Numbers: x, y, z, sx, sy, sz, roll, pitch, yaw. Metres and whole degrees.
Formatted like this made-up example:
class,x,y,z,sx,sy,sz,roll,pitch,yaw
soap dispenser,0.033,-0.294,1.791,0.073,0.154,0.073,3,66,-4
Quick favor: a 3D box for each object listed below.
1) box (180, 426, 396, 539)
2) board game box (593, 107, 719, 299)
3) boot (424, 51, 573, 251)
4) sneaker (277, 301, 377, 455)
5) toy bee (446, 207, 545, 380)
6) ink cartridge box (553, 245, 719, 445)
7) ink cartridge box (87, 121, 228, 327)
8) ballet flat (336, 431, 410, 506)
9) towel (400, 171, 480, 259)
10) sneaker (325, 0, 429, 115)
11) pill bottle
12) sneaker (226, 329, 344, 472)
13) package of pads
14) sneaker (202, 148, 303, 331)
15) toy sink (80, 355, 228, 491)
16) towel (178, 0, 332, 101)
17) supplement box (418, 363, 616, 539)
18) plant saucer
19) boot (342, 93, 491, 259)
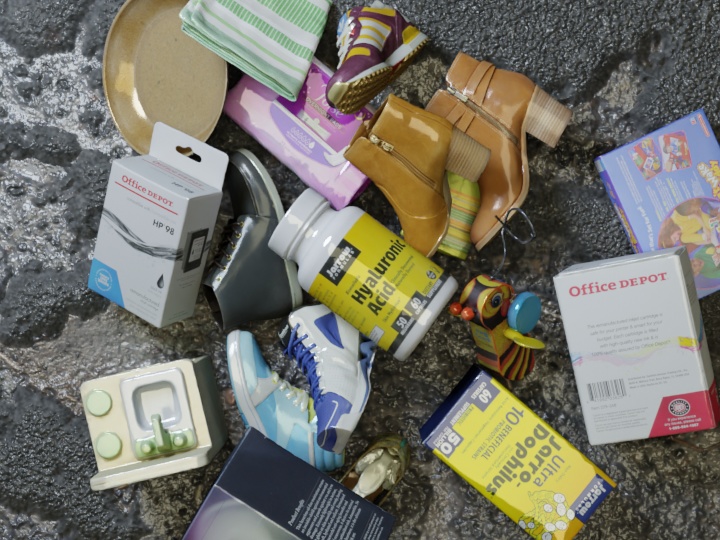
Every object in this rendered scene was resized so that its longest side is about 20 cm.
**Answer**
class,x,y,z,sx,sy,sz,roll,pitch,yaw
box,-0.100,0.321,1.368,0.197,0.123,0.201,32,121,2
board game box,0.377,-0.069,1.437,0.134,0.045,0.201,-24,90,1
boot,0.134,-0.139,1.419,0.154,0.074,0.201,29,91,4
sneaker,-0.044,0.106,1.386,0.114,0.081,0.201,18,49,-5
toy bee,0.142,0.045,1.383,0.108,0.130,0.202,-28,105,-33
ink cartridge box,0.317,0.084,1.392,0.146,0.086,0.202,-10,93,23
ink cartridge box,-0.230,-0.053,1.381,0.115,0.067,0.202,26,113,24
ballet flat,-0.013,0.274,1.432,0.071,0.071,0.200,39,91,0
towel,0.120,-0.119,1.454,0.085,0.018,0.202,21,90,-5
sneaker,-0.003,-0.245,1.381,0.090,0.200,0.075,42,127,4
pill bottle,0.000,0.000,1.356,0.199,0.111,0.112,36,91,4
sneaker,-0.075,0.150,1.427,0.129,0.080,0.202,-17,100,2
package of pads,-0.057,-0.174,1.424,0.200,0.076,0.121,40,92,0
sneaker,-0.142,-0.035,1.410,0.105,0.075,0.202,-18,91,-24
toy sink,-0.231,0.162,1.366,0.129,0.200,0.113,-13,91,1
towel,-0.112,-0.287,1.370,0.152,0.201,0.023,32,130,-13
supplement box,0.177,0.214,1.408,0.200,0.110,0.109,40,91,0
plant saucer,-0.217,-0.226,1.408,0.199,0.035,0.202,5,99,35
boot,0.042,-0.095,1.377,0.143,0.071,0.202,25,121,-8
